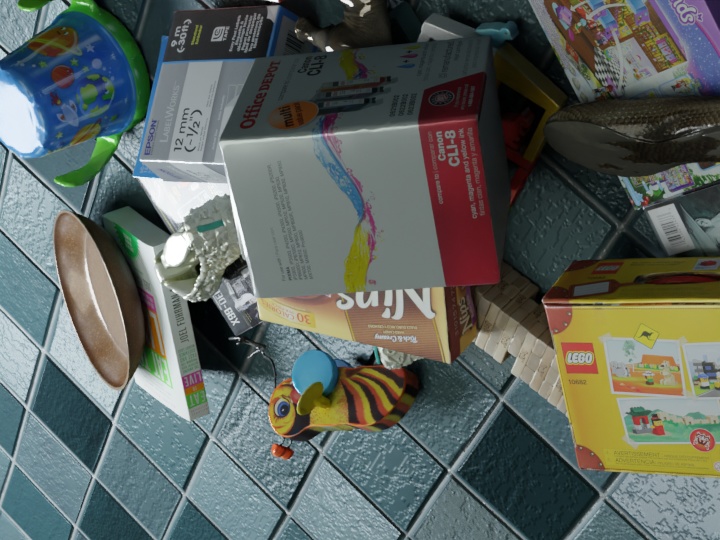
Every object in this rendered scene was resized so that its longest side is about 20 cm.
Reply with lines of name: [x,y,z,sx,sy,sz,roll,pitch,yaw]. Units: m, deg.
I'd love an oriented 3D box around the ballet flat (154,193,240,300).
ballet flat: [-0.159,-0.017,1.380,0.072,0.072,0.200,50,154,4]

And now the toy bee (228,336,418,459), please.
toy bee: [-0.041,0.135,1.454,0.199,0.130,0.110,3,78,47]

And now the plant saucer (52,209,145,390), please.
plant saucer: [-0.277,0.028,1.599,0.200,0.036,0.203,41,140,46]

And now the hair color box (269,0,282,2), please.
hair color box: [-0.132,-0.307,1.285,0.198,0.064,0.112,17,126,33]

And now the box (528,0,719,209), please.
box: [0.215,-0.156,1.081,0.136,0.039,0.202,-19,102,48]

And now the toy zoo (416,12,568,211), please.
toy zoo: [0.088,-0.122,1.221,0.130,0.020,0.201,34,135,10]

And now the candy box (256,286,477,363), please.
candy box: [0.000,0.000,1.276,0.198,0.056,0.118,13,124,30]

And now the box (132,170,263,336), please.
box: [-0.120,-0.050,1.452,0.157,0.050,0.201,-29,94,49]

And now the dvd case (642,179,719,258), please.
dvd case: [0.318,-0.012,1.095,0.199,0.022,0.147,-20,102,46]

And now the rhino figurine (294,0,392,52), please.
rhino figurine: [-0.009,-0.183,1.230,0.087,0.059,0.202,29,122,37]

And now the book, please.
book: [-0.213,0.045,1.575,0.133,0.048,0.203,29,133,55]

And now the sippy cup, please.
sippy cup: [-0.300,-0.179,1.474,0.139,0.130,0.179,-26,98,49]

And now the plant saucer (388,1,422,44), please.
plant saucer: [-0.006,-0.159,1.300,0.199,0.019,0.070,-29,95,47]

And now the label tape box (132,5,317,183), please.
label tape box: [-0.141,-0.156,1.334,0.198,0.066,0.145,5,79,37]

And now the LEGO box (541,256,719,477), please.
LEGO box: [0.252,0.072,1.115,0.198,0.077,0.151,-1,115,32]

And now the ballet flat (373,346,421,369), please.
ballet flat: [0.028,-0.005,1.348,0.071,0.072,0.202,7,123,39]

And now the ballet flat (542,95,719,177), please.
ballet flat: [0.216,-0.103,1.057,0.199,0.047,0.067,2,149,47]

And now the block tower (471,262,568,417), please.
block tower: [0.141,0.051,1.274,0.199,0.058,0.054,36,136,18]

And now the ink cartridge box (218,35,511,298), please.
ink cartridge box: [0.008,-0.080,1.149,0.197,0.146,0.146,-4,122,12]
